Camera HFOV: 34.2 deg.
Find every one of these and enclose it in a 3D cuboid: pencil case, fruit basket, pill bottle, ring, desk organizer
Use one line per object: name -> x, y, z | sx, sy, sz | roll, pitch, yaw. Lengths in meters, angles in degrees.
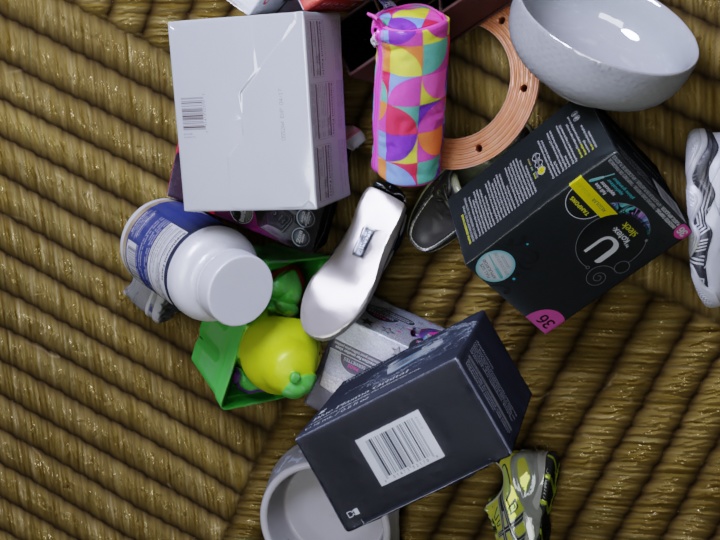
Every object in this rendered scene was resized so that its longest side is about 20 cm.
pencil case -> 0.048, -0.189, 1.257 | 0.088, 0.088, 0.200 | 8, 126, 15
fruit basket -> -0.098, 0.081, 1.406 | 0.216, 0.155, 0.216 | 4, 97, 39
pill bottle -> -0.185, -0.007, 1.339 | 0.200, 0.111, 0.111 | 28, 116, 49
ring -> 0.113, -0.213, 1.323 | 0.200, 0.019, 0.201 | -1, 88, 33
desk organizer -> 0.069, -0.287, 1.297 | 0.200, 0.077, 0.072 | -30, 75, 27

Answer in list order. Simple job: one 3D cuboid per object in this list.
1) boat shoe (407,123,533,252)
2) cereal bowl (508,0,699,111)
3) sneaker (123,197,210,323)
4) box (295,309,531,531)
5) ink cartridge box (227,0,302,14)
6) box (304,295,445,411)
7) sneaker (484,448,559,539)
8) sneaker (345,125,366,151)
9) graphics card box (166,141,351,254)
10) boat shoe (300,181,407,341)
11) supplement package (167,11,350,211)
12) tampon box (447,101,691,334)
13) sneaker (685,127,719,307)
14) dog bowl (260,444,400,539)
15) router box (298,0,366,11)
boat shoe -> 0.121, -0.097, 1.357 | 0.072, 0.066, 0.201 | 45, 111, 2
cereal bowl -> 0.245, -0.230, 1.225 | 0.200, 0.200, 0.083 | 27, 130, 9
sneaker -> -0.254, -0.035, 1.482 | 0.082, 0.075, 0.200 | 26, 106, 17
box -> 0.062, 0.155, 1.245 | 0.197, 0.200, 0.117 | -29, 93, 18
ink cartridge box -> -0.077, -0.360, 1.276 | 0.083, 0.200, 0.145 | 41, 112, 4
box -> 0.056, 0.132, 1.409 | 0.200, 0.115, 0.132 | 25, 110, 9
sneaker -> 0.193, 0.313, 1.445 | 0.076, 0.075, 0.200 | 12, 97, 21
sneaker -> -0.099, -0.161, 1.401 | 0.200, 0.075, 0.105 | -15, 104, 24
graphics card box -> -0.120, -0.113, 1.358 | 0.200, 0.051, 0.126 | 23, 113, 13
boat shoe -> 0.000, 0.000, 1.368 | 0.075, 0.093, 0.200 | 28, 79, 15
supplement package -> -0.105, -0.170, 1.249 | 0.156, 0.111, 0.200 | 0, 101, 19
tampon box -> 0.223, -0.060, 1.275 | 0.200, 0.126, 0.150 | -39, 123, 21
sneaker -> 0.416, -0.058, 1.272 | 0.115, 0.075, 0.200 | -2, 100, 20
dog bowl -> -0.039, 0.320, 1.517 | 0.200, 0.059, 0.200 | 4, 105, 15
router box -> 0.036, -0.339, 1.248 | 0.179, 0.200, 0.049 | -25, 93, 21
